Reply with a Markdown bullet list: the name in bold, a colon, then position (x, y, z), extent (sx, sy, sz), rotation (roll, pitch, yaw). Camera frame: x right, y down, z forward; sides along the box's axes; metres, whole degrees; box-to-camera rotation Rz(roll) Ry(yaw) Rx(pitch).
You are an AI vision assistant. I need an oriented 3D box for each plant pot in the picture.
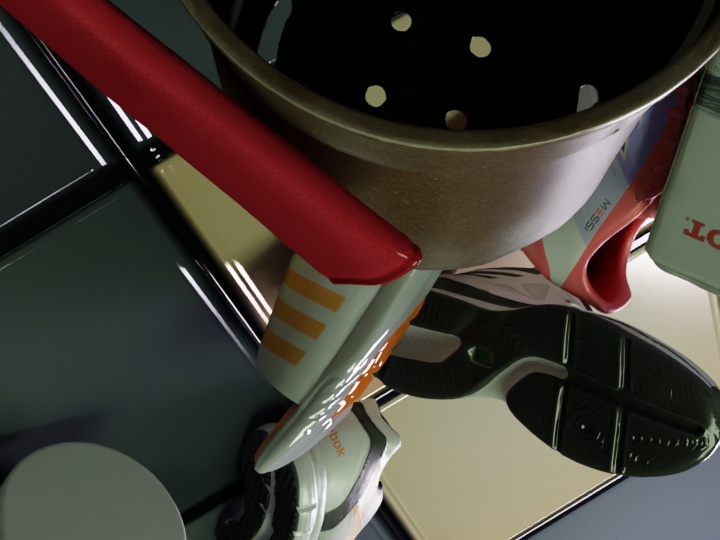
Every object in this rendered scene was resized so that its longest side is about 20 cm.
- **plant pot**: position (0.028, -0.101, 0.850), extent (0.200, 0.201, 0.198), rotation (-27, 166, -10)

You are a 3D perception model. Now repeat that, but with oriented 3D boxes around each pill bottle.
- **pill bottle**: position (-0.163, 0.177, 1.260), extent (0.115, 0.116, 0.200), rotation (-14, 151, -37)

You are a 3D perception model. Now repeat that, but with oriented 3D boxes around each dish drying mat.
- **dish drying mat**: position (-0.068, -0.063, 0.784), extent (0.018, 0.200, 0.077), rotation (-52, -166, -9)

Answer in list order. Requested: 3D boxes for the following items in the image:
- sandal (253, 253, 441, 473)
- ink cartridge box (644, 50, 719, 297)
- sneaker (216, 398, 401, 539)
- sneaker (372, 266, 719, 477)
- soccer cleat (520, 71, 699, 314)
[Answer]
- **sandal**: position (0.002, 0.000, 1.191), extent (0.207, 0.059, 0.079), rotation (-55, 172, 4)
- **ink cartridge box**: position (0.223, -0.074, 1.092), extent (0.083, 0.146, 0.201), rotation (-40, 151, -57)
- **sneaker**: position (-0.026, 0.140, 1.415), extent (0.080, 0.074, 0.200), rotation (-23, 157, -25)
- **sneaker**: position (0.108, 0.034, 1.260), extent (0.115, 0.200, 0.076), rotation (-23, 124, -51)
- **soccer cleat**: position (0.126, -0.067, 1.155), extent (0.068, 0.073, 0.200), rotation (-23, 149, -39)
